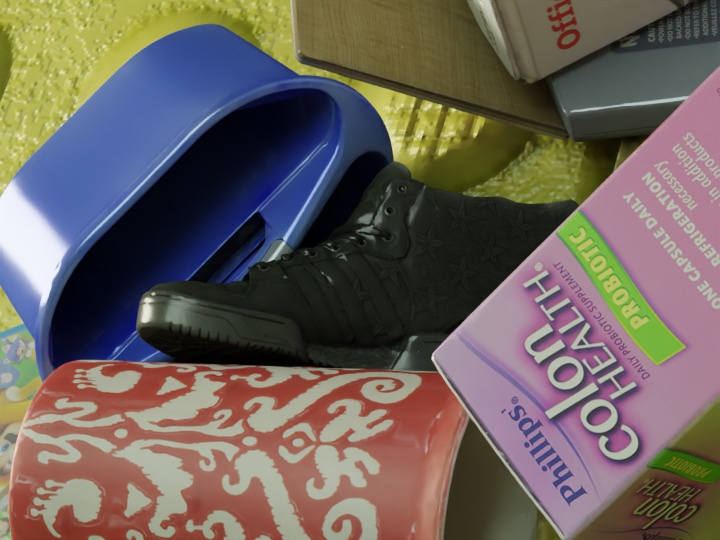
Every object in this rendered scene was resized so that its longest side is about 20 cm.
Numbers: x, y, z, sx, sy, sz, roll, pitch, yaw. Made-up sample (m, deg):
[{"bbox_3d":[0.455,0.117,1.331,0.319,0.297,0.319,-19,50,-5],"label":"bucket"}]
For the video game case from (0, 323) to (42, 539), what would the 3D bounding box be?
[{"bbox_3d":[-0.226,0.113,1.185,0.200,0.018,0.143,-20,54,13],"label":"video game case"}]

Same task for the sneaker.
[{"bbox_3d":[0.001,-0.001,1.070,0.200,0.060,0.104,11,74,-19],"label":"sneaker"}]

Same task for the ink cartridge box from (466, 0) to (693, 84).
[{"bbox_3d":[0.130,-0.190,1.076,0.200,0.146,0.085,-28,56,-2],"label":"ink cartridge box"}]

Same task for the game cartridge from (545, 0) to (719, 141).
[{"bbox_3d":[0.148,-0.152,1.157,0.133,0.041,0.200,-3,58,11],"label":"game cartridge"}]

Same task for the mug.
[{"bbox_3d":[-0.042,0.118,1.012,0.200,0.133,0.178,5,66,21],"label":"mug"}]

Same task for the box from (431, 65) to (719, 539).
[{"bbox_3d":[0.161,0.012,0.927,0.200,0.176,0.097,-47,60,17],"label":"box"}]

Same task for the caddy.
[{"bbox_3d":[-0.076,-0.016,1.116,0.200,0.141,0.105,-46,49,-1],"label":"caddy"}]

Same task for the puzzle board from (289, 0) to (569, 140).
[{"bbox_3d":[0.028,-0.160,1.175,0.017,0.151,0.200,-48,37,45],"label":"puzzle board"}]
